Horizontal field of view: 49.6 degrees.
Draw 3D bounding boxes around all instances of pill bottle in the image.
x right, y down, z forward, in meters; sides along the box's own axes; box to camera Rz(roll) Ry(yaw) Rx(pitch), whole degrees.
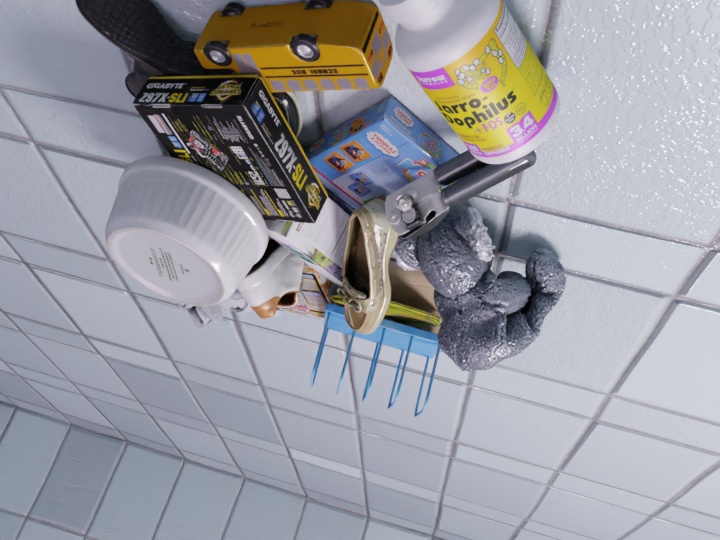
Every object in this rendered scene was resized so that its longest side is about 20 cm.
[{"bbox_3d":[0.100,-0.198,0.723,0.103,0.105,0.200,-7,143,40],"label":"pill bottle"}]

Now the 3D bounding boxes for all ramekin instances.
[{"bbox_3d":[-0.222,-0.038,0.971,0.200,0.095,0.203,14,148,9],"label":"ramekin"}]

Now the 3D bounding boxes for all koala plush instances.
[{"bbox_3d":[0.140,0.006,1.016,0.176,0.185,0.201,-5,131,43],"label":"koala plush"}]

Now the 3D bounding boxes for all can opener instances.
[{"bbox_3d":[0.112,-0.101,0.900,0.199,0.053,0.066,-29,162,32],"label":"can opener"}]

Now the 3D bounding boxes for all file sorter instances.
[{"bbox_3d":[0.022,0.151,1.273,0.197,0.124,0.139,16,164,1],"label":"file sorter"}]

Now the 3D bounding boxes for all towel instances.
[{"bbox_3d":[0.043,0.062,1.173,0.085,0.018,0.199,0,169,32],"label":"towel"}]

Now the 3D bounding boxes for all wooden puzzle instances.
[{"bbox_3d":[0.068,0.047,1.269,0.183,0.038,0.201,7,145,23],"label":"wooden puzzle"}]

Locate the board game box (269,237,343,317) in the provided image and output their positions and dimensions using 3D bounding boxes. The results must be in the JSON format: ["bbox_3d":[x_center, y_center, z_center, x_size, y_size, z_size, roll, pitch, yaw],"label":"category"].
[{"bbox_3d":[-0.116,0.006,1.293,0.149,0.047,0.201,9,150,19],"label":"board game box"}]

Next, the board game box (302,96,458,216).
[{"bbox_3d":[0.023,-0.125,0.978,0.151,0.037,0.199,35,150,-28],"label":"board game box"}]

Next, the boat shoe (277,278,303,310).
[{"bbox_3d":[-0.190,0.008,1.216,0.198,0.073,0.068,22,146,-7],"label":"boat shoe"}]

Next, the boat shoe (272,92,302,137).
[{"bbox_3d":[-0.126,-0.157,0.983,0.074,0.067,0.199,26,152,-10],"label":"boat shoe"}]

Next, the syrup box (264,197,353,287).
[{"bbox_3d":[-0.050,-0.045,1.071,0.078,0.082,0.200,22,171,41],"label":"syrup box"}]

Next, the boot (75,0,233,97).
[{"bbox_3d":[-0.256,-0.245,0.914,0.199,0.070,0.131,37,153,-22],"label":"boot"}]

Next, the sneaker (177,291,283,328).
[{"bbox_3d":[-0.233,0.061,1.394,0.199,0.116,0.075,33,150,-26],"label":"sneaker"}]

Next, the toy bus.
[{"bbox_3d":[-0.072,-0.233,0.815,0.197,0.066,0.078,4,151,26],"label":"toy bus"}]

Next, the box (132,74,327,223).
[{"bbox_3d":[-0.146,-0.137,0.910,0.158,0.050,0.201,8,148,29],"label":"box"}]

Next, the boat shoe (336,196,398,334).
[{"bbox_3d":[0.000,0.000,1.020,0.073,0.062,0.202,31,128,36],"label":"boat shoe"}]

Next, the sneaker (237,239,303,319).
[{"bbox_3d":[-0.113,0.003,1.120,0.072,0.200,0.085,-18,109,30],"label":"sneaker"}]
